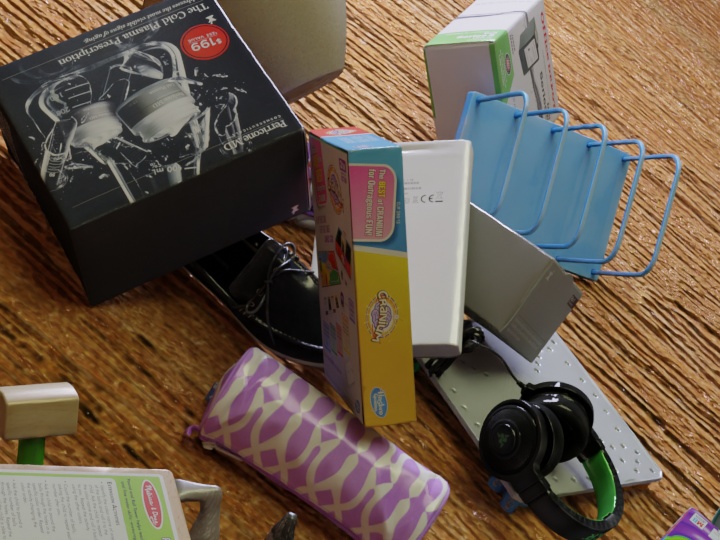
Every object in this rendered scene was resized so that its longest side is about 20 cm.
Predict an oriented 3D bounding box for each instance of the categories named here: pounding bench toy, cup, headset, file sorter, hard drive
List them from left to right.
[{"bbox_3d":[-0.181,0.182,0.934,0.124,0.156,0.200,5,41,-26],"label":"pounding bench toy"},{"bbox_3d":[-0.092,-0.236,1.597,0.200,0.200,0.144,-24,89,-55],"label":"cup"},{"bbox_3d":[0.026,-0.020,1.398,0.131,0.026,0.201,-1,60,12],"label":"hard drive"},{"bbox_3d":[0.135,0.138,1.354,0.201,0.094,0.123,58,31,9],"label":"headset"},{"bbox_3d":[0.199,-0.082,1.637,0.199,0.140,0.123,19,-6,-24],"label":"file sorter"}]

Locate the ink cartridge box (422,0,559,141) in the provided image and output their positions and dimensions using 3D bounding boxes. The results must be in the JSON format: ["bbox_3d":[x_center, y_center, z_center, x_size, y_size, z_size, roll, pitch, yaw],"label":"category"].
[{"bbox_3d":[0.145,-0.203,1.776,0.084,0.146,0.200,-2,22,23],"label":"ink cartridge box"}]

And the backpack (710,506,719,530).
[{"bbox_3d":[0.384,0.248,1.363,0.153,0.176,0.200,3,39,-46],"label":"backpack"}]

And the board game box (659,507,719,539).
[{"bbox_3d":[0.226,0.280,1.236,0.103,0.105,0.200,41,31,13],"label":"board game box"}]

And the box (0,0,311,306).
[{"bbox_3d":[-0.167,-0.103,1.309,0.199,0.104,0.182,-25,58,-15],"label":"box"}]

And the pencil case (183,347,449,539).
[{"bbox_3d":[-0.031,0.140,1.216,0.200,0.084,0.086,33,69,3],"label":"pencil case"}]

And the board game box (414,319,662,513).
[{"bbox_3d":[0.147,0.123,1.455,0.199,0.026,0.200,-1,45,-43],"label":"board game box"}]

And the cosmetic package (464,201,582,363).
[{"bbox_3d":[0.090,-0.014,1.465,0.200,0.090,0.107,39,0,31],"label":"cosmetic package"}]

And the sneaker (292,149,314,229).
[{"bbox_3d":[-0.058,-0.090,1.501,0.199,0.084,0.081,-1,45,-45],"label":"sneaker"}]

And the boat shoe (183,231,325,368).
[{"bbox_3d":[-0.079,0.010,1.340,0.200,0.062,0.075,37,76,13],"label":"boat shoe"}]

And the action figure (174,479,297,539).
[{"bbox_3d":[-0.051,0.238,0.971,0.104,0.194,0.200,-31,46,-13],"label":"action figure"}]

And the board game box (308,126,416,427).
[{"bbox_3d":[0.000,0.000,1.227,0.040,0.201,0.153,-6,12,-11],"label":"board game box"}]
